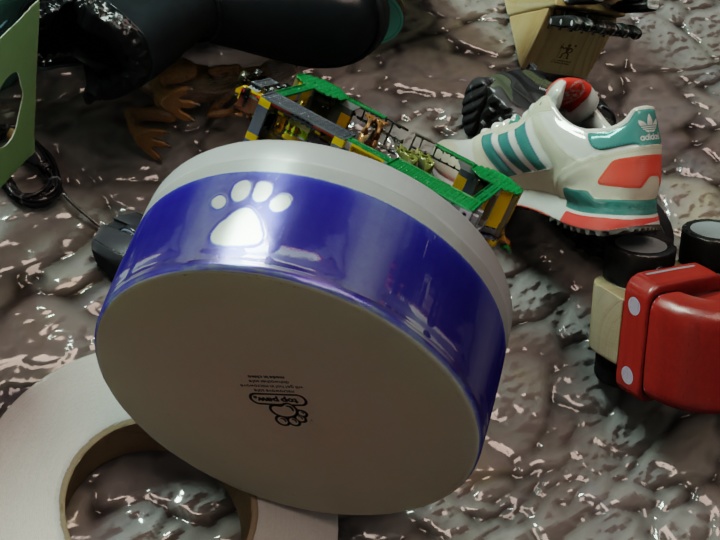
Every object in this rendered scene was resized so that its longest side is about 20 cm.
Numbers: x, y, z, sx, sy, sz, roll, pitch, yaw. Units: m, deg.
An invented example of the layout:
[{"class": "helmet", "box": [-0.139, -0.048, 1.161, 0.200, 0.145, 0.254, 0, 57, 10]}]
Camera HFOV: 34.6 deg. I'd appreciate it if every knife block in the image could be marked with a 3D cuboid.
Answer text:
[{"class": "knife block", "box": [0.179, -0.254, 0.931, 0.063, 0.177, 0.202, 6, 51, -14]}]

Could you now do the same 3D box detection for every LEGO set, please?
[{"class": "LEGO set", "box": [-0.004, -0.030, 0.722, 0.198, 0.117, 0.154, 26, 20, 2]}]

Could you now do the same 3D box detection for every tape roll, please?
[{"class": "tape roll", "box": [-0.109, 0.135, 0.626, 0.199, 0.037, 0.205, 10, 51, -12]}]

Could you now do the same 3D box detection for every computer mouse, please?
[{"class": "computer mouse", "box": [-0.166, -0.038, 0.743, 0.199, 0.034, 0.059, 36, 52, 11]}]

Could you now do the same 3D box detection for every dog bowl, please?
[{"class": "dog bowl", "box": [-0.028, 0.036, 0.575, 0.197, 0.201, 0.080, 21, 52, -2]}]

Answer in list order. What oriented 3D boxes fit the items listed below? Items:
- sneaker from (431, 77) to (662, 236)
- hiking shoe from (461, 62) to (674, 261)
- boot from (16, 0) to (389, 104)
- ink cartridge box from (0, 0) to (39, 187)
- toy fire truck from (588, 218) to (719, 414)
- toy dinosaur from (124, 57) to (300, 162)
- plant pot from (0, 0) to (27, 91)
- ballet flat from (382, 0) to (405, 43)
[{"class": "sneaker", "box": [0.127, -0.087, 0.790, 0.069, 0.095, 0.199, -6, 18, -36]}, {"class": "hiking shoe", "box": [0.172, -0.090, 0.867, 0.100, 0.076, 0.200, -30, 66, -30]}, {"class": "boot", "box": [-0.098, -0.153, 0.743, 0.197, 0.077, 0.168, 15, 33, 16]}, {"class": "ink cartridge box", "box": [-0.222, -0.033, 0.636, 0.048, 0.146, 0.201, 32, 55, 4]}, {"class": "toy fire truck", "box": [0.263, 0.060, 0.727, 0.173, 0.131, 0.200, -9, 23, -24]}, {"class": "toy dinosaur", "box": [-0.143, -0.134, 0.823, 0.196, 0.061, 0.107, 8, 38, -5]}, {"class": "plant pot", "box": [-0.285, -0.216, 0.747, 0.188, 0.200, 0.200, 43, 51, 0]}, {"class": "ballet flat", "box": [-0.063, -0.215, 0.900, 0.197, 0.070, 0.071, -3, 35, -20]}]
